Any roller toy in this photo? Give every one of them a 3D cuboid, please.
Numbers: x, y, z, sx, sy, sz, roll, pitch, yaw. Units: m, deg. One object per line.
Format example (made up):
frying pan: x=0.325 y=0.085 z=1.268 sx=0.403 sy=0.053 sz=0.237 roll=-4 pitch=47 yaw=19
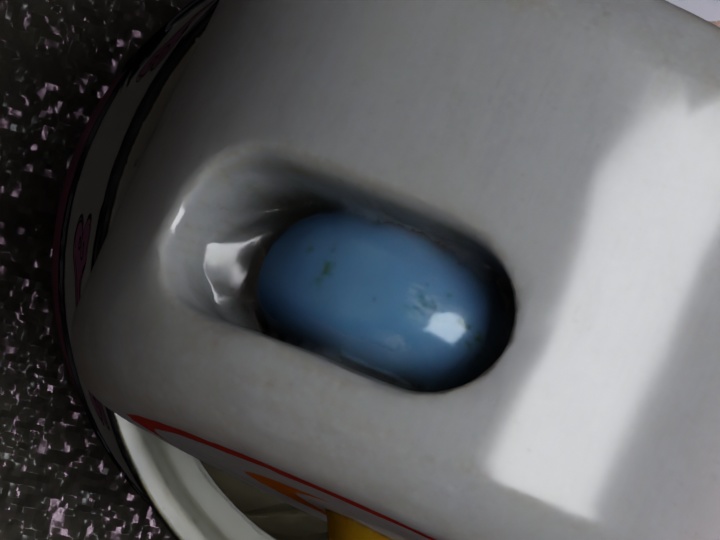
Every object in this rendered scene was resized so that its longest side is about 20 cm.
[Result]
roller toy: x=0.029 y=0.012 z=0.675 sx=0.182 sy=0.200 sz=0.140 roll=27 pitch=82 yaw=-17

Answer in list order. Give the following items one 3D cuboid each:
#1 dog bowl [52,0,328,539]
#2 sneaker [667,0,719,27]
dog bowl: x=0.000 y=0.000 z=0.803 sx=0.200 sy=0.074 sz=0.201 roll=-4 pitch=98 yaw=-30
sneaker: x=0.110 y=-0.130 z=0.730 sx=0.200 sy=0.071 sz=0.113 roll=-19 pitch=128 yaw=-40
